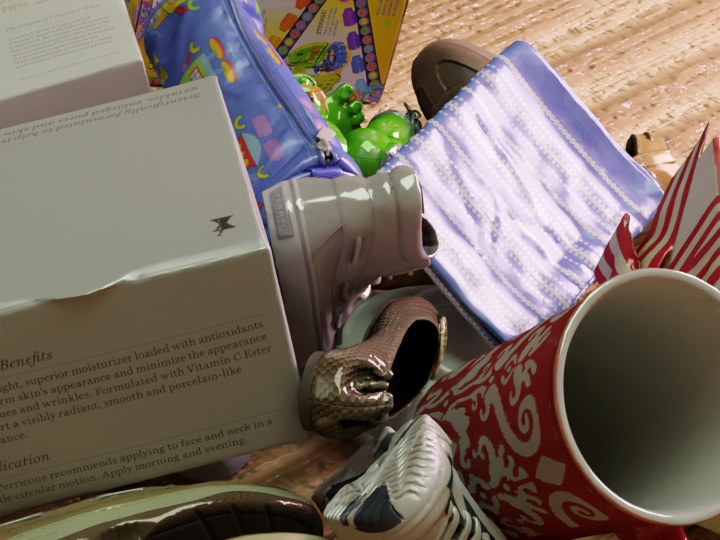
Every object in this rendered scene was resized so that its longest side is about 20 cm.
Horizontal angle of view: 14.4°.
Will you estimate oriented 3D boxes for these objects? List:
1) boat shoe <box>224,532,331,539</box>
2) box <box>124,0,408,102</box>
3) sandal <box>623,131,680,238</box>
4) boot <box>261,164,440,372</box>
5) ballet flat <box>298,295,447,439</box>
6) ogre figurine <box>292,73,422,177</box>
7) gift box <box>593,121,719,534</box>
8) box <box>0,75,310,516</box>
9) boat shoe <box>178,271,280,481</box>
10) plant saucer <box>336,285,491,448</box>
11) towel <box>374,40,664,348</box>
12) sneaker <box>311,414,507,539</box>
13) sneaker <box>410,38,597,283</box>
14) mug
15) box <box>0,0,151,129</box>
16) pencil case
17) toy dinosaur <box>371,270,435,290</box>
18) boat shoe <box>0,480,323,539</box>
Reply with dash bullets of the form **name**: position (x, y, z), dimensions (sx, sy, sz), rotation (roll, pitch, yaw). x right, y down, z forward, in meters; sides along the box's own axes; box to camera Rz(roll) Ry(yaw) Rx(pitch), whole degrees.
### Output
- **boat shoe**: position (-0.085, 0.189, 1.455), dimensions (0.199, 0.072, 0.065), rotation (-13, 51, -30)
- **box**: position (-0.083, -0.230, 2.040), dimensions (0.191, 0.123, 0.200), rotation (4, 34, -18)
- **sandal**: position (0.197, -0.055, 1.894), dimensions (0.199, 0.055, 0.082), rotation (20, 40, -47)
- **boot**: position (0.000, 0.000, 1.636), dimensions (0.095, 0.200, 0.074), rotation (-11, 71, -2)
- **ballet flat**: position (0.018, 0.056, 1.571), dimensions (0.046, 0.068, 0.200), rotation (5, 8, 17)
- **ogre figurine**: position (-0.047, -0.083, 1.864), dimensions (0.199, 0.099, 0.120), rotation (21, 11, -21)
- **gift box**: position (0.237, 0.034, 1.680), dimensions (0.186, 0.201, 0.185), rotation (22, 28, -12)
- **box**: position (-0.146, 0.013, 1.561), dimensions (0.198, 0.131, 0.200), rotation (-13, 32, -3)
- **boat shoe**: position (-0.077, 0.044, 1.673), dimensions (0.069, 0.067, 0.200), rotation (18, 32, 3)
- **plant saucer**: position (0.069, 0.059, 1.733), dimensions (0.199, 0.050, 0.201), rotation (12, 32, -7)
- **towel**: position (0.098, -0.046, 1.750), dimensions (0.145, 0.024, 0.200), rotation (49, 45, -4)
- **sneaker**: position (0.044, 0.150, 1.496), dimensions (0.079, 0.199, 0.130), rotation (-44, 93, -13)
- **sneaker**: position (0.093, -0.073, 1.876), dimensions (0.200, 0.070, 0.075), rotation (51, 30, 16)
- **mug**: position (0.110, 0.105, 1.538), dimensions (0.133, 0.200, 0.179), rotation (21, 70, -21)
- **box**: position (-0.205, -0.132, 1.824), dimensions (0.124, 0.098, 0.200), rotation (-16, 39, -5)
- **pencil case**: position (-0.065, -0.093, 1.741), dimensions (0.078, 0.087, 0.200), rotation (3, 42, -36)
- **toy dinosaur**: position (0.006, -0.007, 1.791), dimensions (0.199, 0.106, 0.061), rotation (5, 55, -26)
- **boat shoe**: position (-0.118, 0.140, 1.514), dimensions (0.199, 0.072, 0.076), rotation (-3, 21, -30)
